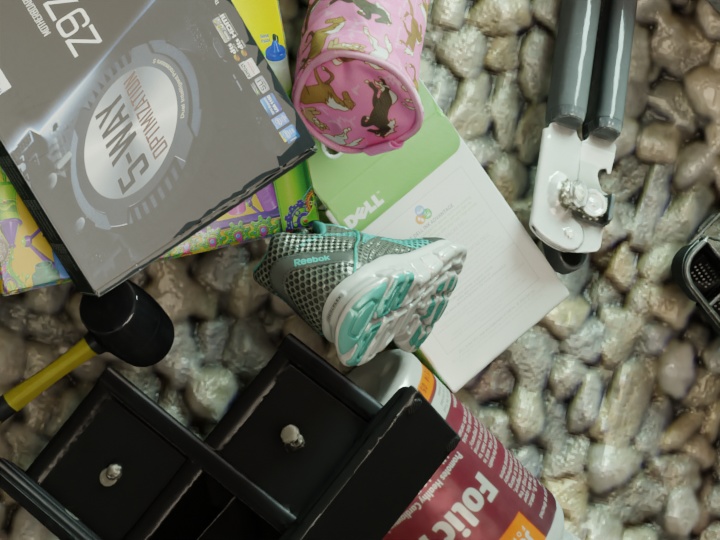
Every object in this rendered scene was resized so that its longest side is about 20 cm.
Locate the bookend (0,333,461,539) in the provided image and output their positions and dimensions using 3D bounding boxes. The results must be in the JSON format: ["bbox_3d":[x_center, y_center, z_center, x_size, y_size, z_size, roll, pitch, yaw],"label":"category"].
[{"bbox_3d":[-0.083,0.110,1.691,0.199,0.092,0.200,37,84,27],"label":"bookend"}]

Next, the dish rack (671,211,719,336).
[{"bbox_3d":[0.313,-0.014,1.910,0.200,0.055,0.154,-44,106,-13],"label":"dish rack"}]

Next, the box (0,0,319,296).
[{"bbox_3d":[-0.150,-0.101,1.709,0.199,0.122,0.194,-12,96,-18],"label":"box"}]

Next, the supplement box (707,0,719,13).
[{"bbox_3d":[0.260,-0.231,1.857,0.200,0.101,0.103,44,78,-16],"label":"supplement box"}]

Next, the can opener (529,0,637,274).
[{"bbox_3d":[0.139,-0.100,1.837,0.052,0.066,0.201,17,71,-21],"label":"can opener"}]

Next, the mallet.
[{"bbox_3d":[-0.197,0.077,1.685,0.200,0.066,0.041,-38,62,11],"label":"mallet"}]

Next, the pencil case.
[{"bbox_3d":[0.009,-0.158,1.729,0.086,0.083,0.200,21,43,-9],"label":"pencil case"}]

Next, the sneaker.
[{"bbox_3d":[0.000,0.000,1.686,0.091,0.200,0.078,31,100,15],"label":"sneaker"}]

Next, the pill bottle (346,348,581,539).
[{"bbox_3d":[0.056,0.156,1.796,0.200,0.114,0.114,45,78,-15],"label":"pill bottle"}]

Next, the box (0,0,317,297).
[{"bbox_3d":[-0.142,-0.111,1.625,0.160,0.044,0.201,-33,101,-15],"label":"box"}]

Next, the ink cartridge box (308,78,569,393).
[{"bbox_3d":[0.032,-0.032,1.808,0.104,0.059,0.200,-39,104,-14],"label":"ink cartridge box"}]
